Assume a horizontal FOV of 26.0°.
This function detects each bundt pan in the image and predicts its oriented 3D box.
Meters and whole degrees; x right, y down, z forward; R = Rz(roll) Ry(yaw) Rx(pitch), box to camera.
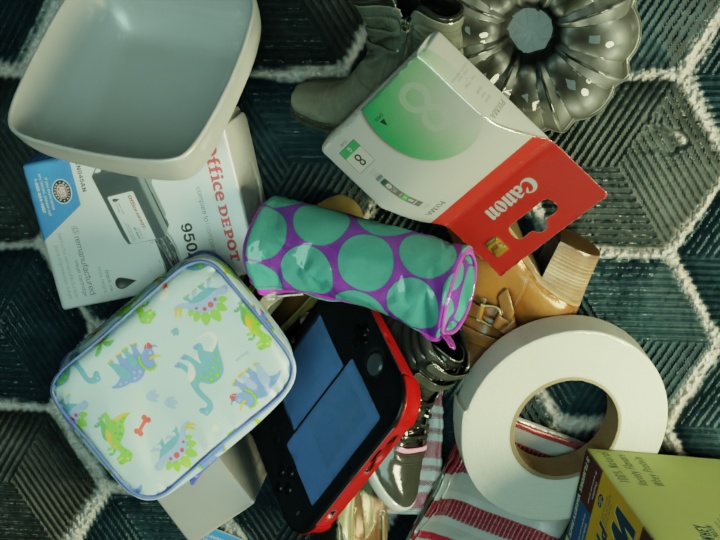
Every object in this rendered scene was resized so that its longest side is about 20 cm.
[{"bbox_3d":[0.149,-0.210,1.369,0.199,0.076,0.204,2,107,8],"label":"bundt pan"}]

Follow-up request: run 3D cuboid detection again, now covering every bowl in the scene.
[{"bbox_3d":[-0.189,-0.167,1.380,0.198,0.075,0.201,11,65,22],"label":"bowl"}]

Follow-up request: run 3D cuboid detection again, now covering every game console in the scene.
[{"bbox_3d":[-0.032,0.123,1.434,0.031,0.178,0.201,10,128,-41],"label":"game console"}]

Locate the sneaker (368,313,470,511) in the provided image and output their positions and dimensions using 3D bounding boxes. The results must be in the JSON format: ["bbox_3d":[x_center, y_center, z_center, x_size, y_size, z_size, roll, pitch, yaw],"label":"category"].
[{"bbox_3d":[0.051,0.119,1.418,0.099,0.070,0.203,-7,85,44],"label":"sneaker"}]

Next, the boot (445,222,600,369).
[{"bbox_3d":[0.105,0.009,1.440,0.199,0.074,0.156,28,111,1],"label":"boot"}]

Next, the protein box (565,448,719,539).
[{"bbox_3d":[0.309,0.269,1.392,0.198,0.199,0.136,6,108,-14],"label":"protein box"}]

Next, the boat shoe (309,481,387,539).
[{"bbox_3d":[-0.002,0.183,1.482,0.073,0.075,0.203,3,95,-27],"label":"boat shoe"}]

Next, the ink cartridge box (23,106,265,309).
[{"bbox_3d":[-0.194,-0.059,1.455,0.198,0.084,0.146,-11,105,10],"label":"ink cartridge box"}]

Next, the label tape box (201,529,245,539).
[{"bbox_3d":[-0.133,0.379,1.584,0.142,0.066,0.202,21,109,2],"label":"label tape box"}]

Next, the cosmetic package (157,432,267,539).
[{"bbox_3d":[-0.180,0.149,1.503,0.090,0.107,0.200,-37,100,15],"label":"cosmetic package"}]

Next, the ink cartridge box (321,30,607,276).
[{"bbox_3d":[0.084,-0.084,1.316,0.200,0.050,0.161,44,139,-5],"label":"ink cartridge box"}]

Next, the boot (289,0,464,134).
[{"bbox_3d":[0.015,-0.188,1.356,0.198,0.068,0.132,7,129,32],"label":"boot"}]

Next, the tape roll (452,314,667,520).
[{"bbox_3d":[0.185,0.138,1.445,0.200,0.037,0.205,-4,115,-9],"label":"tape roll"}]

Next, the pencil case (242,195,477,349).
[{"bbox_3d":[0.000,0.000,1.373,0.198,0.085,0.093,14,87,16],"label":"pencil case"}]

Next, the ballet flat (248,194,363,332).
[{"bbox_3d":[-0.067,0.016,1.468,0.068,0.063,0.201,39,107,7],"label":"ballet flat"}]

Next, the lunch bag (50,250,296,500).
[{"bbox_3d":[-0.164,0.097,1.397,0.200,0.082,0.161,-40,97,2],"label":"lunch bag"}]

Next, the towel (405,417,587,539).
[{"bbox_3d":[0.133,0.237,1.511,0.143,0.023,0.201,20,108,-15],"label":"towel"}]

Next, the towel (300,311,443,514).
[{"bbox_3d":[0.011,0.138,1.515,0.145,0.030,0.202,4,104,7],"label":"towel"}]
